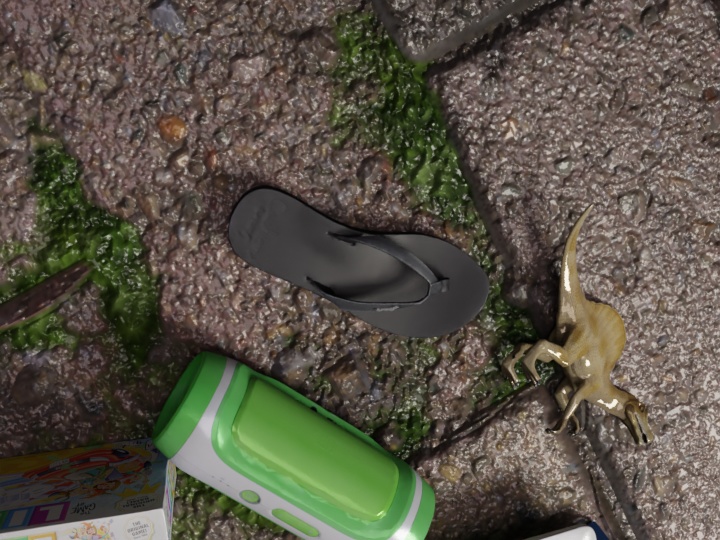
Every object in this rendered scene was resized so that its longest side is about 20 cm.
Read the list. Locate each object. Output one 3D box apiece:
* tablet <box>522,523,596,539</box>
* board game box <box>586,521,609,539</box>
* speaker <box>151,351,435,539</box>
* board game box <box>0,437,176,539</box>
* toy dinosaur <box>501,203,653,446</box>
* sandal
[{"bbox_3d":[0.134,0.301,0.824,0.128,0.014,0.203,-14,102,-5],"label":"tablet"},{"bbox_3d":[0.133,0.314,0.857,0.198,0.045,0.154,-27,104,-1],"label":"board game box"},{"bbox_3d":[-0.046,0.139,0.772,0.199,0.088,0.089,33,95,-13],"label":"speaker"},{"bbox_3d":[-0.226,0.163,0.729,0.197,0.135,0.035,-7,103,-7],"label":"board game box"},{"bbox_3d":[0.157,0.054,0.812,0.100,0.058,0.202,-30,112,-17],"label":"toy dinosaur"},{"bbox_3d":[-0.001,0.001,0.774,0.197,0.043,0.077,17,99,-11],"label":"sandal"}]
